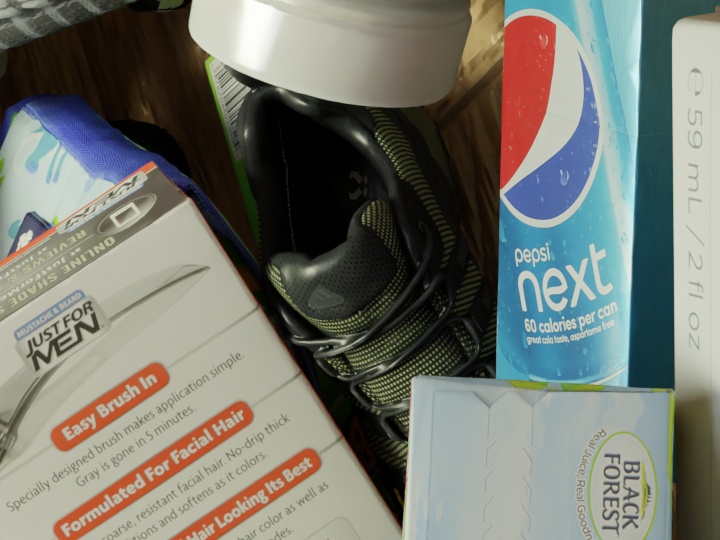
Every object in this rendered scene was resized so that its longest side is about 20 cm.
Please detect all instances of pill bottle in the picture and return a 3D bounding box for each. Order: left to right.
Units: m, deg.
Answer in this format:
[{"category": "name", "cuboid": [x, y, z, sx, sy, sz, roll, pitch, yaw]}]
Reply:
[{"category": "pill bottle", "cuboid": [0.010, -0.154, 0.800, 0.112, 0.112, 0.200, 38, 121, 48]}]

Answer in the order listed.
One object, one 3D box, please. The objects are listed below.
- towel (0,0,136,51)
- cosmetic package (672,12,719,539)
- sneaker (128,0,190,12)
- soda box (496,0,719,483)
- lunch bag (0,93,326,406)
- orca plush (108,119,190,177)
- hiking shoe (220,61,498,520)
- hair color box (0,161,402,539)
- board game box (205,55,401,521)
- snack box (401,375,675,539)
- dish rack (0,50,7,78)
[{"category": "towel", "cuboid": [-0.090, -0.191, 0.937, 0.165, 0.086, 0.200, -17, 81, 23]}, {"category": "cosmetic package", "cuboid": [0.173, 0.046, 0.595, 0.200, 0.123, 0.200, 13, 108, 55]}, {"category": "sneaker", "cuboid": [-0.121, -0.160, 1.062, 0.200, 0.075, 0.077, 39, 128, 49]}, {"category": "soda box", "cuboid": [0.083, -0.046, 0.768, 0.064, 0.068, 0.200, 20, 114, 55]}, {"category": "lunch bag", "cuboid": [-0.083, 0.047, 0.970, 0.170, 0.127, 0.200, -149, 53, -64]}, {"category": "orca plush", "cuboid": [-0.115, -0.001, 1.124, 0.105, 0.071, 0.200, 22, 133, 4]}, {"category": "hiking shoe", "cuboid": [0.010, 0.024, 0.844, 0.076, 0.101, 0.200, -36, 69, 19]}, {"category": "hair color box", "cuboid": [-0.052, 0.081, 0.861, 0.200, 0.111, 0.064, 59, 175, -20]}, {"category": "board game box", "cuboid": [0.000, 0.000, 0.950, 0.096, 0.030, 0.200, -36, 64, 56]}, {"category": "snack box", "cuboid": [0.041, 0.131, 0.696, 0.200, 0.068, 0.169, 76, -163, -74]}, {"category": "dish rack", "cuboid": [-0.185, -0.157, 0.992, 0.043, 0.172, 0.200, -26, 93, 18]}]
